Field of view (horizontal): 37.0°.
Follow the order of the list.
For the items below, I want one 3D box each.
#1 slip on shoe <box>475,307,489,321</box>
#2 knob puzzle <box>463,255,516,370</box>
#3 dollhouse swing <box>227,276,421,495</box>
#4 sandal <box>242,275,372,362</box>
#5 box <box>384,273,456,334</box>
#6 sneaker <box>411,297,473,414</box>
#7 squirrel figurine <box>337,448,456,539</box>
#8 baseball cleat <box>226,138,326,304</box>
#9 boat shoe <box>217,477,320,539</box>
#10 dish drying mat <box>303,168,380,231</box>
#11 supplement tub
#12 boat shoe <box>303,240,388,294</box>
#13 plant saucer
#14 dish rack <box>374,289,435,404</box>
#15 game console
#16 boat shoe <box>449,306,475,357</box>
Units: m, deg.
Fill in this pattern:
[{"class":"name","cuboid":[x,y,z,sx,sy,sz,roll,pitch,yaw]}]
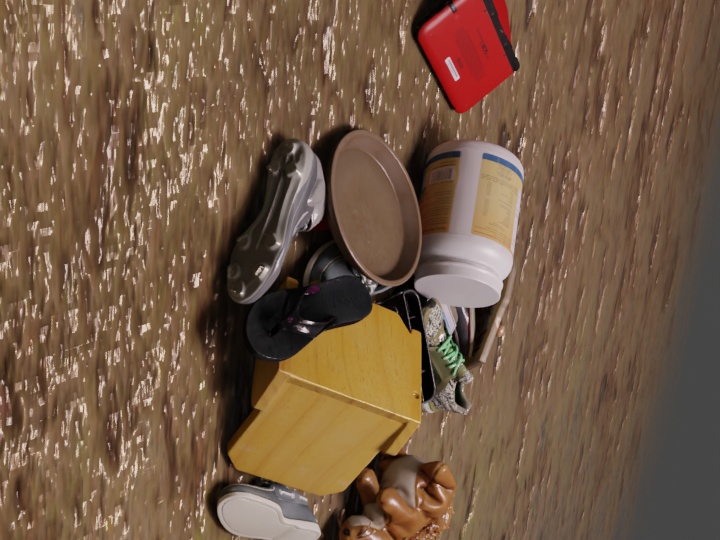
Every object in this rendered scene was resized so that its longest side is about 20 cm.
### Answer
[{"class":"slip on shoe","cuboid":[0.173,-0.015,1.686,0.061,0.075,0.203,-59,145,-55]},{"class":"knob puzzle","cuboid":[0.216,0.067,1.722,0.220,0.030,0.222,-157,-91,-88]},{"class":"dollhouse swing","cuboid":[-0.053,0.148,1.327,0.198,0.176,0.184,22,50,-25]},{"class":"sandal","cuboid":[-0.056,0.043,1.234,0.199,0.076,0.048,-24,168,-45]},{"class":"box","cuboid":[0.059,0.118,1.560,0.201,0.059,0.117,-57,145,-27]},{"class":"sneaker","cuboid":[0.123,0.125,1.523,0.077,0.088,0.202,-46,138,-39]},{"class":"squirrel figurine","cuboid":[0.049,0.378,1.593,0.187,0.140,0.201,-52,140,-22]},{"class":"baseball cleat","cuboid":[-0.086,-0.046,1.241,0.106,0.069,0.203,36,73,-57]},{"class":"boat shoe","cuboid":[-0.120,0.299,1.367,0.200,0.072,0.062,39,27,-50]},{"class":"dish drying mat","cuboid":[-0.009,-0.094,1.395,0.199,0.018,0.078,-10,112,-57]},{"class":"supplement tub","cuboid":[0.148,-0.064,1.508,0.145,0.143,0.203,43,53,-56]},{"class":"boat shoe","cuboid":[0.000,0.000,1.394,0.199,0.061,0.074,-14,115,-56]},{"class":"plant saucer","cuboid":[0.014,-0.077,1.359,0.199,0.029,0.203,28,55,-49]},{"class":"dish rack","cuboid":[0.005,0.120,1.414,0.198,0.054,0.156,-16,96,-42]},{"class":"game console","cuboid":[0.148,-0.358,1.536,0.172,0.119,0.200,-39,144,1]},{"class":"boat shoe","cuboid":[0.143,0.041,1.646,0.071,0.061,0.203,-80,163,-63]}]
